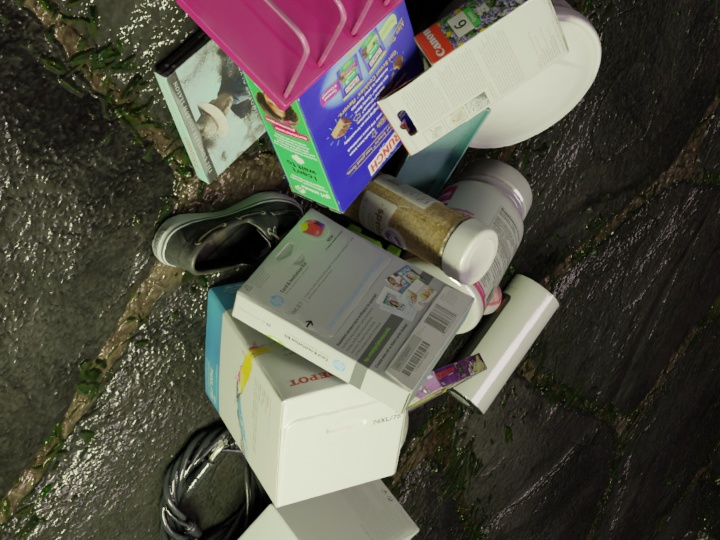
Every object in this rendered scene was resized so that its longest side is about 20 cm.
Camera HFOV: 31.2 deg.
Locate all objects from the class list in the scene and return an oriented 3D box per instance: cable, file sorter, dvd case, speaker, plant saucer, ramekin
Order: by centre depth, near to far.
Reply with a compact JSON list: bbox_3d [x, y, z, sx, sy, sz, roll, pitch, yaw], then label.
[{"bbox_3d":[-0.037,-0.273,1.131,0.200,0.139,0.125,-45,-179,-21],"label":"file sorter"},{"bbox_3d":[-0.104,-0.198,1.252,0.200,0.022,0.146,-44,145,-22],"label":"dvd case"},{"bbox_3d":[0.163,-0.241,1.457,0.201,0.095,0.203,-16,146,-11],"label":"ramekin"},{"bbox_3d":[0.081,-0.131,1.470,0.069,0.019,0.200,-2,151,-20],"label":"plant saucer"},{"bbox_3d":[-0.167,0.271,1.517,0.163,0.051,0.201,-27,136,-41],"label":"cable"},{"bbox_3d":[0.202,0.105,1.866,0.200,0.081,0.081,-53,147,-9],"label":"speaker"}]

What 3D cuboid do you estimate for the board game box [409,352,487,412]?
[{"bbox_3d":[0.056,0.168,1.650,0.200,0.032,0.120,-33,173,33],"label":"board game box"}]

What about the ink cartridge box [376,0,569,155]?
[{"bbox_3d":[0.108,-0.213,1.319,0.199,0.050,0.109,-33,145,5],"label":"ink cartridge box"}]

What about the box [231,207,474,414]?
[{"bbox_3d":[-0.006,0.036,1.300,0.156,0.199,0.041,-52,167,-43],"label":"box"}]

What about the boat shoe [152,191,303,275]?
[{"bbox_3d":[-0.119,-0.033,1.322,0.199,0.066,0.070,-10,124,-50],"label":"boat shoe"}]

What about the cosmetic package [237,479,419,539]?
[{"bbox_3d":[-0.070,0.357,1.582,0.200,0.123,0.200,-50,163,30],"label":"cosmetic package"}]

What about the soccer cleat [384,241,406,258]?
[{"bbox_3d":[0.046,0.022,1.583,0.081,0.067,0.201,-59,169,-71],"label":"soccer cleat"}]

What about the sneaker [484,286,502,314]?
[{"bbox_3d":[0.141,-0.005,1.695,0.200,0.075,0.105,8,114,-52],"label":"sneaker"}]

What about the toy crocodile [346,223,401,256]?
[{"bbox_3d":[0.000,0.000,1.471,0.062,0.067,0.200,-61,175,-16],"label":"toy crocodile"}]

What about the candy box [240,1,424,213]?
[{"bbox_3d":[-0.018,-0.185,1.290,0.169,0.077,0.200,-51,146,-21],"label":"candy box"}]

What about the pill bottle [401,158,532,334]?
[{"bbox_3d":[0.124,-0.032,1.513,0.114,0.113,0.200,82,31,-45],"label":"pill bottle"}]

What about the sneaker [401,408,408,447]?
[{"bbox_3d":[0.026,0.131,1.499,0.087,0.077,0.201,77,30,-53],"label":"sneaker"}]

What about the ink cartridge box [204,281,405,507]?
[{"bbox_3d":[-0.061,0.118,1.366,0.146,0.200,0.147,-11,128,-25],"label":"ink cartridge box"}]

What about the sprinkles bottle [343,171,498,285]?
[{"bbox_3d":[0.055,-0.056,1.418,0.068,0.199,0.069,-34,140,-34],"label":"sprinkles bottle"}]
